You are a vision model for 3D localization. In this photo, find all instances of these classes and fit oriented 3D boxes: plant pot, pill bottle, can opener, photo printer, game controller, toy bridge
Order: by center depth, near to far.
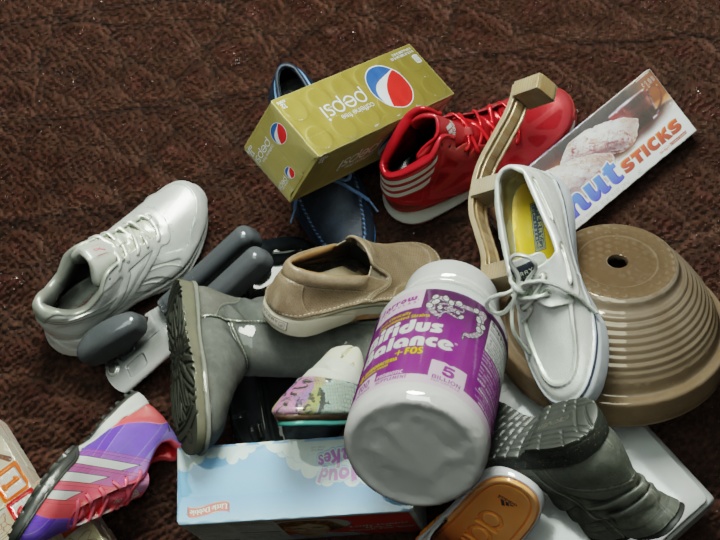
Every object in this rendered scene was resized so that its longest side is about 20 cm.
[{"bbox_3d":[0.058,0.080,1.239,0.111,0.113,0.201,4,34,10],"label":"pill bottle"},{"bbox_3d":[0.212,0.027,1.310,0.198,0.093,0.202,0,40,0],"label":"plant pot"},{"bbox_3d":[0.172,0.174,1.326,0.166,0.070,0.200,-39,70,-6],"label":"photo printer"},{"bbox_3d":[0.124,-0.071,1.354,0.067,0.027,0.202,-14,57,47],"label":"toy bridge"},{"bbox_3d":[-0.165,0.036,1.410,0.199,0.066,0.053,-38,59,12],"label":"can opener"},{"bbox_3d":[-0.076,0.065,1.423,0.103,0.042,0.202,-7,70,-9],"label":"game controller"}]

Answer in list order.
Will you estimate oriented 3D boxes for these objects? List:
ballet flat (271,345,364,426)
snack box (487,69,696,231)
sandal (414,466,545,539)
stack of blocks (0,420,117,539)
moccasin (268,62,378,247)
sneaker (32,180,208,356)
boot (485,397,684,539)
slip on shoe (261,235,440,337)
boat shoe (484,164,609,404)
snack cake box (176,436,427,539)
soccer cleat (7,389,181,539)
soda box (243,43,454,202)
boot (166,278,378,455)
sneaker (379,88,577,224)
[{"bbox_3d":[0.004,0.100,1.306,0.069,0.199,0.072,1,83,45],"label":"ballet flat"},{"bbox_3d":[0.206,-0.092,1.424,0.199,0.024,0.072,-39,91,-6],"label":"snack box"},{"bbox_3d":[0.081,0.229,1.252,0.079,0.208,0.059,29,48,6],"label":"sandal"},{"bbox_3d":[-0.297,0.224,1.386,0.115,0.059,0.201,-36,70,-4],"label":"stack of blocks"},{"bbox_3d":[-0.047,-0.099,1.452,0.080,0.068,0.201,-26,70,-1],"label":"moccasin"},{"bbox_3d":[-0.217,-0.009,1.431,0.078,0.099,0.200,39,81,18],"label":"sneaker"},{"bbox_3d":[0.150,0.170,1.244,0.131,0.199,0.068,49,59,-21],"label":"boot"},{"bbox_3d":[0.000,0.000,1.359,0.199,0.061,0.076,-14,41,-39],"label":"slip on shoe"},{"bbox_3d":[0.138,0.007,1.230,0.074,0.086,0.204,-20,65,34],"label":"boat shoe"},{"bbox_3d":[-0.047,0.186,1.331,0.197,0.115,0.068,-5,71,7],"label":"snack cake box"},{"bbox_3d":[-0.222,0.180,1.339,0.073,0.068,0.200,41,37,1],"label":"soccer cleat"},{"bbox_3d":[-0.008,-0.133,1.398,0.068,0.064,0.199,48,44,12],"label":"soda box"},{"bbox_3d":[-0.061,0.081,1.345,0.198,0.073,0.183,10,53,-22],"label":"boot"},{"bbox_3d":[0.106,-0.117,1.409,0.199,0.116,0.079,-33,70,-3],"label":"sneaker"}]
